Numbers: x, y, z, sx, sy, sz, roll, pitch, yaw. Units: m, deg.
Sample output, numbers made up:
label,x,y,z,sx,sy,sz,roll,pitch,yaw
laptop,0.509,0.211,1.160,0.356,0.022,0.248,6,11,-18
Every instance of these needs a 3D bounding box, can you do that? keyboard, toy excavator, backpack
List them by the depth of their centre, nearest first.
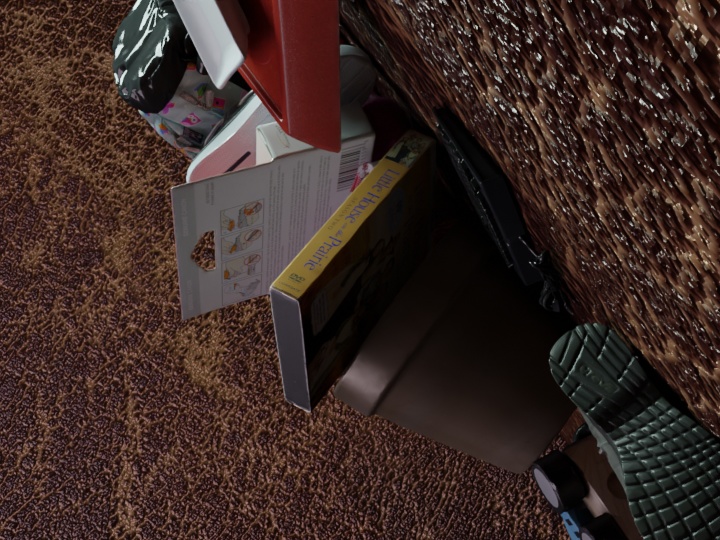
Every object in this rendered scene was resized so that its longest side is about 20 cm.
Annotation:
label,x,y,z,sx,sy,sz,roll,pitch,yaw
keyboard,0.103,-0.030,0.762,0.127,0.021,0.200,54,-178,26
toy excavator,0.233,0.242,0.907,0.195,0.100,0.200,56,168,31
backpack,-0.136,-0.169,1.031,0.200,0.127,0.167,30,-154,-36

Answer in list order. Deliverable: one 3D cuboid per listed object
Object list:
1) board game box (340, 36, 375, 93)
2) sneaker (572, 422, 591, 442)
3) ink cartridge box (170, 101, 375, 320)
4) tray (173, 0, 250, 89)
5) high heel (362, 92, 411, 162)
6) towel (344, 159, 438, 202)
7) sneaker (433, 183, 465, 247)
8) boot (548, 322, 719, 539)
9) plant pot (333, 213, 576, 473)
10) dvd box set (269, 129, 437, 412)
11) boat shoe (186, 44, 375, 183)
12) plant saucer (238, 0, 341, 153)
label,x,y,z,sx,sy,sz,roll,pitch,yaw
board game box,-0.031,-0.197,1.083,0.152,0.046,0.200,54,-178,40
sneaker,0.254,0.210,1.017,0.083,0.071,0.200,33,-168,-23
ink cartridge box,-0.081,-0.047,0.929,0.200,0.173,0.044,99,151,-55
tray,-0.130,-0.235,0.775,0.200,0.022,0.107,64,162,-5
high heel,0.030,-0.100,0.998,0.096,0.067,0.200,50,-178,27
towel,0.006,-0.006,0.957,0.030,0.200,0.146,29,-163,19
sneaker,0.104,-0.016,1.088,0.200,0.073,0.077,60,-168,-46
boot,0.201,0.129,0.694,0.131,0.068,0.200,43,-164,-53
plant pot,0.102,0.079,0.936,0.173,0.200,0.200,37,179,7
dvd box set,0.000,0.000,0.869,0.029,0.200,0.147,25,143,21
boat shoe,-0.076,-0.137,0.926,0.072,0.200,0.071,43,-156,-35
plant saucer,-0.080,-0.204,0.775,0.200,0.037,0.200,53,160,27
